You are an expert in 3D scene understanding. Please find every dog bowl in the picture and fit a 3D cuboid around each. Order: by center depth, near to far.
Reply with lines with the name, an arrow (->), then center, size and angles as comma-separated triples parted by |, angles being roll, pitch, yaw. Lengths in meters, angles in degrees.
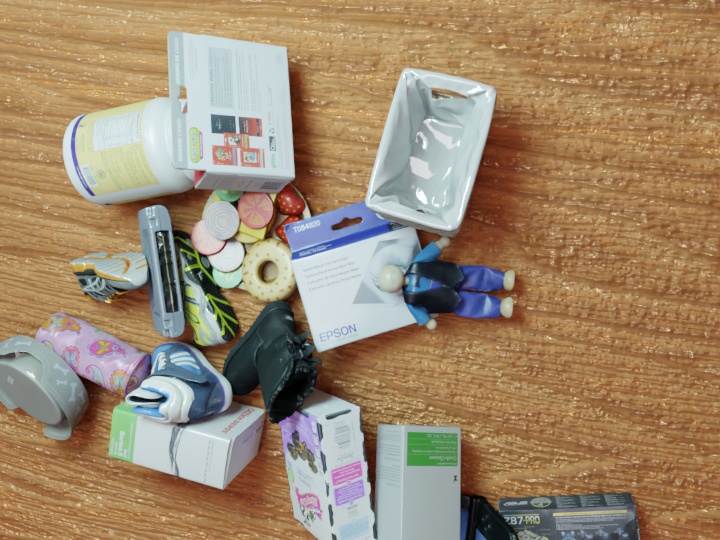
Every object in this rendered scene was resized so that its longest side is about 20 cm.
dog bowl -> -0.548, 0.195, 1.058 | 0.198, 0.059, 0.202 | 16, 131, 20

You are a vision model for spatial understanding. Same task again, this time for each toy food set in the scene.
toy food set -> -0.172, -0.060, 0.996 | 0.196, 0.049, 0.202 | 20, 100, 10

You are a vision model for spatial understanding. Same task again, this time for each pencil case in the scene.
pencil case -> -0.450, 0.144, 1.063 | 0.198, 0.087, 0.088 | 22, 100, 9

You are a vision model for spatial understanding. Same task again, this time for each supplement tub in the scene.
supplement tub -> -0.335, -0.186, 0.970 | 0.197, 0.145, 0.147 | -8, 94, 13

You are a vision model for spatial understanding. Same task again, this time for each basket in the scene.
basket -> 0.100, -0.154, 0.870 | 0.134, 0.123, 0.202 | 16, 85, 10

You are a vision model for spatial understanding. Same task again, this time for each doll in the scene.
doll -> 0.122, 0.019, 0.910 | 0.197, 0.048, 0.138 | 6, 87, -7

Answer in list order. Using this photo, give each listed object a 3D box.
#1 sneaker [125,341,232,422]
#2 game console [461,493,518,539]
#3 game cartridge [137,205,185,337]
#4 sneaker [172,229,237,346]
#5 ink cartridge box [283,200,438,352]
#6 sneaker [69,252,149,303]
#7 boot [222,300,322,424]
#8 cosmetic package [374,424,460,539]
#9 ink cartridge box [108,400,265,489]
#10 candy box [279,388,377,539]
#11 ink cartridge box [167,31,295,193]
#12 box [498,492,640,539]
sneaker -> -0.309, 0.169, 0.970 | 0.199, 0.146, 0.082 | 25, 102, 35
game console -> 0.141, 0.453, 0.948 | 0.115, 0.176, 0.203 | 3, 98, -16
game cartridge -> -0.320, 0.000, 0.998 | 0.040, 0.133, 0.203 | -9, 97, -30
sneaker -> -0.275, 0.032, 1.017 | 0.076, 0.075, 0.202 | -24, 86, 19
ink cartridge box -> 0.000, 0.000, 0.946 | 0.197, 0.041, 0.202 | -17, 92, 0
sneaker -> -0.403, 0.016, 1.025 | 0.199, 0.078, 0.078 | 6, 112, 44
boot -> -0.139, 0.160, 0.946 | 0.073, 0.163, 0.199 | 19, 115, -34
cosmetic package -> 0.083, 0.330, 0.912 | 0.106, 0.085, 0.203 | 8, 75, -27
ink cartridge box -> -0.272, 0.258, 1.001 | 0.198, 0.145, 0.085 | 13, 99, 11
candy box -> -0.055, 0.295, 0.945 | 0.071, 0.167, 0.203 | -10, 94, -28
ink cartridge box -> -0.193, -0.224, 0.902 | 0.174, 0.084, 0.203 | 0, 80, -26
box -> 0.315, 0.424, 0.937 | 0.197, 0.049, 0.163 | -8, 95, 13
